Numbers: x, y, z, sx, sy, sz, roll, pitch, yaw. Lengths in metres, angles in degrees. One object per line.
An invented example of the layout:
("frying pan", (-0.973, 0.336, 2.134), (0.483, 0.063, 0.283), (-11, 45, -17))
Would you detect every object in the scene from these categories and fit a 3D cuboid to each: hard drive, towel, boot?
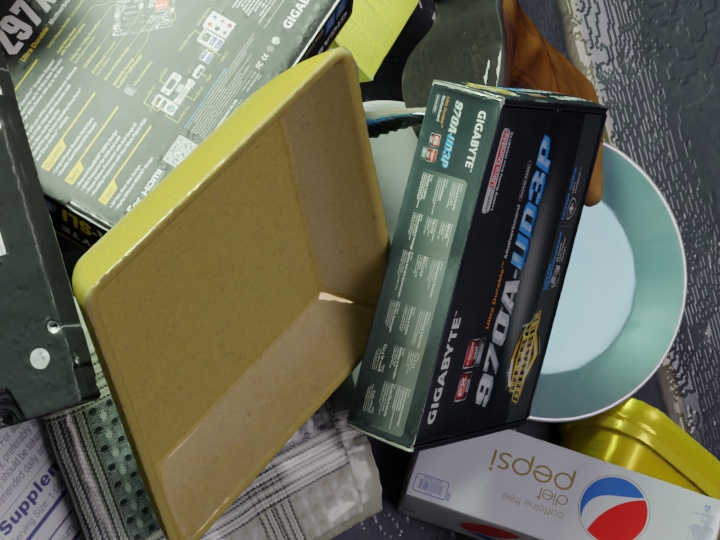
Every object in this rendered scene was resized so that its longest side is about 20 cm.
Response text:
("hard drive", (-0.223, -0.012, 1.029), (0.038, 0.140, 0.200), (-8, 80, -79))
("towel", (-0.077, 0.080, 1.116), (0.200, 0.035, 0.193), (-25, 103, -39))
("boot", (0.096, -0.098, 1.294), (0.200, 0.068, 0.188), (48, 27, -45))

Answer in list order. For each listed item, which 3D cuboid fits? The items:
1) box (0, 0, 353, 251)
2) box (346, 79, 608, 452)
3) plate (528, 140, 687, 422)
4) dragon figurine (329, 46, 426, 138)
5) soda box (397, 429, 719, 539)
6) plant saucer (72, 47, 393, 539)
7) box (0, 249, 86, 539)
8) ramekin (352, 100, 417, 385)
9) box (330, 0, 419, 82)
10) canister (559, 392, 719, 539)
("box", (-0.119, -0.112, 1.092), (0.160, 0.049, 0.200), (29, 70, 9))
("box", (0.069, -0.005, 1.164), (0.159, 0.046, 0.200), (-3, 109, -62))
("plate", (0.126, 0.003, 1.395), (0.200, 0.026, 0.200), (2, 84, -17))
("dragon figurine", (-0.040, -0.076, 1.165), (0.200, 0.059, 0.100), (18, 64, -4))
("soda box", (0.127, 0.153, 1.325), (0.200, 0.068, 0.064), (19, 73, 2))
("plant saucer", (-0.067, 0.010, 1.043), (0.200, 0.048, 0.200), (-46, 144, -30))
("box", (-0.145, 0.119, 1.146), (0.200, 0.105, 0.184), (52, 56, -25))
("ramekin", (0.000, 0.000, 1.273), (0.202, 0.094, 0.203), (4, 84, -35))
("box", (0.017, -0.207, 1.317), (0.050, 0.075, 0.200), (46, 60, -29))
("canister", (0.170, 0.207, 1.414), (0.149, 0.087, 0.200), (39, 66, -30))
